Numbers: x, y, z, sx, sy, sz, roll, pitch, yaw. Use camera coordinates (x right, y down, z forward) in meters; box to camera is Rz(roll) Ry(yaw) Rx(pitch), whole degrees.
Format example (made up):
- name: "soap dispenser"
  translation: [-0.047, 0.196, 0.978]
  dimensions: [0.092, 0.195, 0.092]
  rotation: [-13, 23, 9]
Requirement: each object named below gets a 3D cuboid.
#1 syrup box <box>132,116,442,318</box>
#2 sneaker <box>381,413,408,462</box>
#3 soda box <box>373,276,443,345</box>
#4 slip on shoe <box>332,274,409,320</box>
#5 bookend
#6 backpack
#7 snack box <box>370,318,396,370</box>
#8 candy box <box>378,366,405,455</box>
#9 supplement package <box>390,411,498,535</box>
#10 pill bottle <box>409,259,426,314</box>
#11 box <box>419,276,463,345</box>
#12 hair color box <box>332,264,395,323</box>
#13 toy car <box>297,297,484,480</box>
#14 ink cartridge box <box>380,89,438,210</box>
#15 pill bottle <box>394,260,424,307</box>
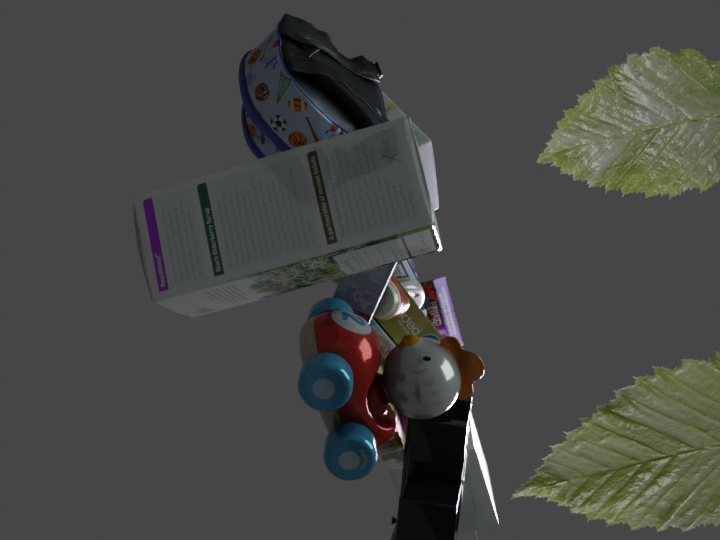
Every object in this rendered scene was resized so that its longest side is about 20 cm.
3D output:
- name: "syrup box"
  translation: [-0.049, -0.033, 0.647]
  dimensions: [0.079, 0.198, 0.082]
  rotation: [51, 25, -75]
- name: "sneaker"
  translation: [0.055, 0.248, 1.440]
  dimensions: [0.200, 0.088, 0.081]
  rotation: [53, -2, 17]
- name: "soda box"
  translation: [0.074, 0.090, 1.432]
  dimensions: [0.200, 0.064, 0.068]
  rotation: [52, -6, -24]
- name: "slip on shoe"
  translation: [0.000, 0.000, 1.352]
  dimensions: [0.200, 0.074, 0.061]
  rotation: [47, 17, 32]
- name: "bookend"
  translation: [0.092, 0.285, 1.250]
  dimensions: [0.200, 0.091, 0.201]
  rotation: [-35, 130, -79]
- name: "backpack"
  translation: [-0.059, -0.197, 1.101]
  dimensions: [0.190, 0.154, 0.201]
  rotation: [40, 25, -40]
- name: "snack box"
  translation: [0.048, 0.136, 1.405]
  dimensions: [0.200, 0.037, 0.116]
  rotation: [50, -3, 3]
- name: "candy box"
  translation: [0.015, 0.193, 1.314]
  dimensions: [0.200, 0.055, 0.116]
  rotation: [60, 15, -71]
- name: "supplement package"
  translation: [0.142, 0.345, 1.625]
  dimensions: [0.200, 0.149, 0.153]
  rotation: [-85, 158, -72]
- name: "pill bottle"
  translation: [0.060, 0.058, 1.747]
  dimensions: [0.120, 0.119, 0.202]
  rotation: [-39, 114, -83]
- name: "box"
  translation: [0.106, 0.097, 1.830]
  dimensions: [0.039, 0.199, 0.138]
  rotation: [-16, 90, -40]
- name: "hair color box"
  translation: [0.013, -0.002, 1.236]
  dimensions: [0.099, 0.060, 0.201]
  rotation: [-47, 161, -83]
- name: "toy car"
  translation: [0.042, 0.115, 1.085]
  dimensions: [0.185, 0.198, 0.178]
  rotation: [-90, 163, -69]
- name: "ink cartridge box"
  translation: [0.014, -0.179, 1.511]
  dimensions: [0.200, 0.145, 0.145]
  rotation: [52, -17, 43]
- name: "pill bottle"
  translation: [0.019, -0.014, 1.541]
  dimensions: [0.111, 0.110, 0.201]
  rotation: [64, 1, -59]
